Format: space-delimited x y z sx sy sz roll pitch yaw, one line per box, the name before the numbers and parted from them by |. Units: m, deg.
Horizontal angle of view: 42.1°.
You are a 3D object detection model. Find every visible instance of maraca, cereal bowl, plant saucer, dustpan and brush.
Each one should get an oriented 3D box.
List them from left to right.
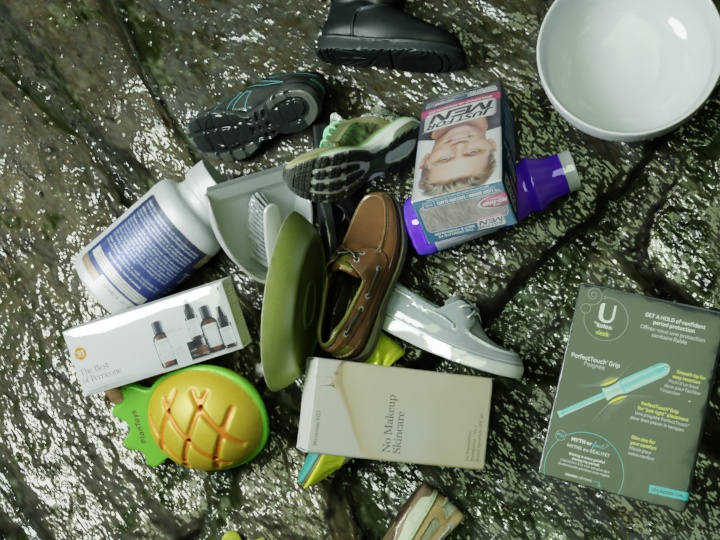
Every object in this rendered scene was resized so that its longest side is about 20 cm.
maraca | -0.200 0.176 1.105 0.199 0.107 0.138 -9 105 19
dustpan and brush | -0.104 -0.014 1.121 0.057 0.139 0.201 19 121 46
plant saucer | -0.069 0.036 1.045 0.031 0.200 0.202 6 84 9
cereal bowl | 0.300 -0.236 1.051 0.198 0.083 0.202 -2 83 13

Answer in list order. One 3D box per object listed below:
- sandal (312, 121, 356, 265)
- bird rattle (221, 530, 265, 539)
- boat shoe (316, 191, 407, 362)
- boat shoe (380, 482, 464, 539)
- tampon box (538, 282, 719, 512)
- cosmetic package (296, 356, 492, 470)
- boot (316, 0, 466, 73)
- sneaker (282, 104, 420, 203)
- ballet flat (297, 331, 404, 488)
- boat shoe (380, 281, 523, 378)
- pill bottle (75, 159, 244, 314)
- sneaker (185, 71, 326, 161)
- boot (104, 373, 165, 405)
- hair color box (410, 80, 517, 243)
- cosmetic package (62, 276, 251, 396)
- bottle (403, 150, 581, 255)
sandal | -0.027 -0.082 1.119 0.048 0.075 0.202 -5 81 -5
bird rattle | -0.124 0.406 1.063 0.162 0.113 0.202 5 86 -2
boat shoe | 0.000 0.000 1.054 0.072 0.068 0.202 -1 73 39
boat shoe | 0.044 0.340 1.046 0.076 0.072 0.201 35 92 4
tampon box | 0.282 0.131 0.983 0.149 0.126 0.202 13 85 14
cosmetic package | 0.037 0.156 1.028 0.198 0.073 0.104 7 83 -13
boot | 0.040 -0.330 1.137 0.197 0.073 0.164 8 81 15
sneaker | -0.020 -0.143 1.089 0.089 0.199 0.077 43 139 28
ballet flat | -0.005 0.168 1.085 0.067 0.067 0.201 24 87 -5
boat shoe | 0.098 0.060 1.067 0.200 0.070 0.072 23 92 18
pill bottle | -0.239 -0.039 1.142 0.200 0.111 0.111 -40 75 6
sneaker | -0.126 -0.194 1.165 0.199 0.076 0.080 -12 36 26
boot | -0.231 0.108 1.154 0.199 0.074 0.076 -22 101 10
hair color box | 0.117 -0.123 1.029 0.099 0.061 0.201 -13 38 18
cosmetic package | -0.234 0.076 1.082 0.199 0.051 0.083 -18 93 7
bottle | 0.149 -0.081 1.067 0.199 0.084 0.066 -20 112 10
